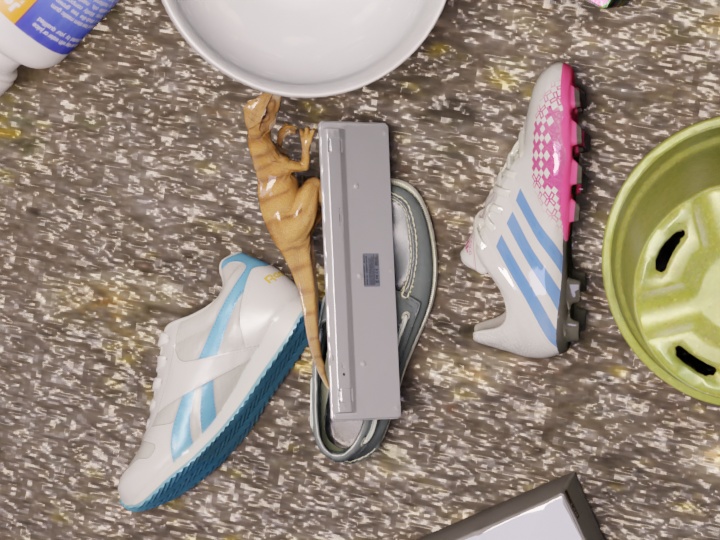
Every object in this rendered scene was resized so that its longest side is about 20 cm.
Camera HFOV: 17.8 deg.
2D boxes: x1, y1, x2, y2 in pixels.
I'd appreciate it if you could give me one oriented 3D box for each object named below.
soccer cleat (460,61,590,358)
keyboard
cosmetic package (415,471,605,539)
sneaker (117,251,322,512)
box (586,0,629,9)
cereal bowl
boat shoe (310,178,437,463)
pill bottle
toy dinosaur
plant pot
[{"bbox_3d":[0.110,-0.040,1.556,0.085,0.070,0.202,2,97,11],"label":"soccer cleat"},{"bbox_3d":[0.000,0.000,1.554,0.011,0.056,0.202,-6,85,51],"label":"keyboard"},{"bbox_3d":[0.078,0.229,1.589,0.199,0.090,0.108,-23,92,10],"label":"cosmetic package"},{"bbox_3d":[-0.112,0.081,1.620,0.081,0.076,0.201,38,96,13],"label":"sneaker"},{"bbox_3d":[0.157,-0.281,1.455,0.121,0.193,0.201,28,101,7],"label":"box"},{"bbox_3d":[-0.040,-0.213,1.503,0.198,0.083,0.202,-1,97,-6],"label":"cereal bowl"},{"bbox_3d":[0.006,0.038,1.591,0.072,0.062,0.202,14,99,11],"label":"boat shoe"},{"bbox_3d":[-0.219,-0.211,1.582,0.200,0.112,0.112,-44,87,12],"label":"pill bottle"},{"bbox_3d":[-0.045,-0.031,1.567,0.060,0.106,0.202,-6,109,33],"label":"toy dinosaur"},{"bbox_3d":[0.246,0.004,1.476,0.198,0.184,0.202,1,97,11],"label":"plant pot"}]
